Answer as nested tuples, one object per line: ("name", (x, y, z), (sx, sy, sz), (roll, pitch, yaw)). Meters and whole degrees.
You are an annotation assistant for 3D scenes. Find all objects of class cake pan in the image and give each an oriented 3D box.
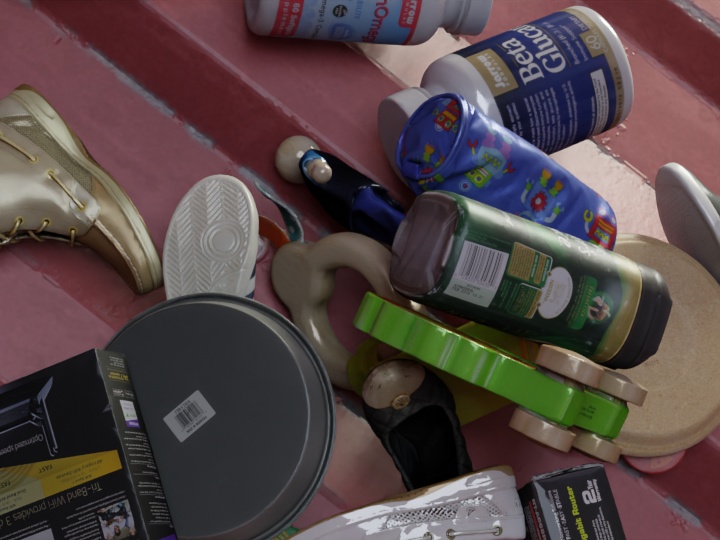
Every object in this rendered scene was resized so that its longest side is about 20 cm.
("cake pan", (-0.119, 0.111, 1.341), (0.200, 0.037, 0.201), (-2, 77, 9))

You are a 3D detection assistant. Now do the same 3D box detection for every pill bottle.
("pill bottle", (0.007, -0.246, 1.537), (0.199, 0.109, 0.109), (2, 71, -13))
("pill bottle", (0.119, -0.140, 1.528), (0.200, 0.111, 0.111), (-24, 79, -20))

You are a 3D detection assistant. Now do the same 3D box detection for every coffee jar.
("coffee jar", (0.128, 0.009, 1.354), (0.200, 0.104, 0.086), (19, 90, -24))

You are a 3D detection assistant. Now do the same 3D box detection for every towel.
("towel", (0.100, 0.070, 1.430), (0.200, 0.018, 0.086), (-23, 121, -17))

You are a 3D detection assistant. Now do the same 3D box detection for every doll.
("doll", (0.005, -0.051, 1.465), (0.200, 0.136, 0.049), (32, 83, 32))

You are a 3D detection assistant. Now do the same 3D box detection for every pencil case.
("pencil case", (0.118, -0.060, 1.452), (0.200, 0.078, 0.087), (33, 82, -31))

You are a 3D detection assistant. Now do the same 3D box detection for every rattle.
("rattle", (0.000, 0.000, 1.477), (0.143, 0.130, 0.200), (-27, 53, -32))

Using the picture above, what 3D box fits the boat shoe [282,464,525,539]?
("boat shoe", (0.026, 0.203, 1.336), (0.199, 0.071, 0.070), (-18, 79, -3))

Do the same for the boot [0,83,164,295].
("boot", (-0.262, -0.031, 1.415), (0.155, 0.073, 0.200), (-36, 82, -23))

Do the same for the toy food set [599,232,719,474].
("toy food set", (0.226, 0.066, 1.521), (0.200, 0.049, 0.198), (-32, 82, -22))

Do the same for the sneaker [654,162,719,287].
("sneaker", (0.338, -0.023, 1.572), (0.099, 0.071, 0.200), (-35, 89, -24))

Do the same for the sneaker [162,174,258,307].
("sneaker", (-0.113, 0.029, 1.423), (0.075, 0.085, 0.201), (3, 78, 9))

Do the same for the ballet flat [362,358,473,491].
("ballet flat", (0.053, 0.136, 1.383), (0.066, 0.200, 0.057), (-25, 44, 2))

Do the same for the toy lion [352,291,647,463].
("toy lion", (0.093, 0.069, 1.328), (0.191, 0.200, 0.069), (24, 91, 26))

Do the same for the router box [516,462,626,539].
("router box", (0.159, 0.260, 1.382), (0.062, 0.150, 0.201), (-11, 75, -18))

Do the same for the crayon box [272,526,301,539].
("crayon box", (-0.091, 0.286, 1.358), (0.172, 0.058, 0.200), (20, 67, -7))

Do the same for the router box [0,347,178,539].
("router box", (-0.244, 0.164, 1.312), (0.200, 0.052, 0.158), (-21, 76, 15))
